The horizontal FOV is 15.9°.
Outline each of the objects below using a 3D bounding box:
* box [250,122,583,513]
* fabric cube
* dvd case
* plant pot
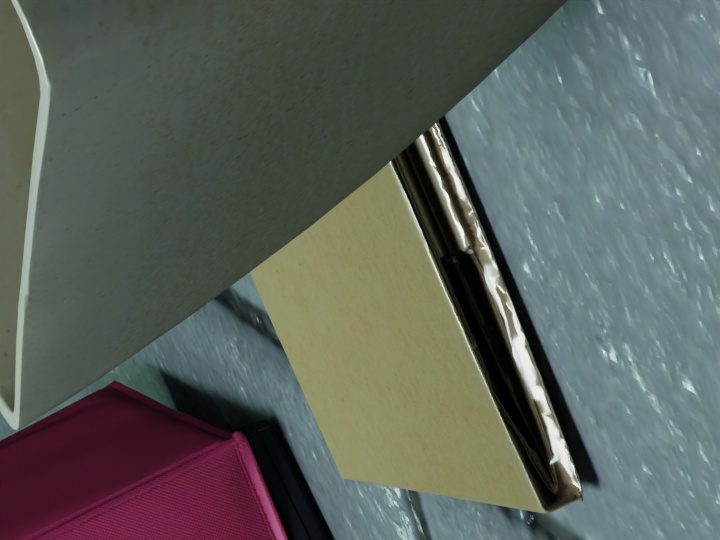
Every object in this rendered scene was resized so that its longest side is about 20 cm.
[{"bbox_3d":[0.000,0.000,0.873,0.164,0.021,0.200,66,162,-7],"label":"box"},{"bbox_3d":[-0.132,0.187,1.156,0.201,0.198,0.196,68,162,-13],"label":"fabric cube"},{"bbox_3d":[-0.041,0.142,1.190,0.143,0.017,0.200,64,163,0],"label":"dvd case"},{"bbox_3d":[-0.040,-0.116,0.573,0.201,0.176,0.200,60,161,15],"label":"plant pot"}]
